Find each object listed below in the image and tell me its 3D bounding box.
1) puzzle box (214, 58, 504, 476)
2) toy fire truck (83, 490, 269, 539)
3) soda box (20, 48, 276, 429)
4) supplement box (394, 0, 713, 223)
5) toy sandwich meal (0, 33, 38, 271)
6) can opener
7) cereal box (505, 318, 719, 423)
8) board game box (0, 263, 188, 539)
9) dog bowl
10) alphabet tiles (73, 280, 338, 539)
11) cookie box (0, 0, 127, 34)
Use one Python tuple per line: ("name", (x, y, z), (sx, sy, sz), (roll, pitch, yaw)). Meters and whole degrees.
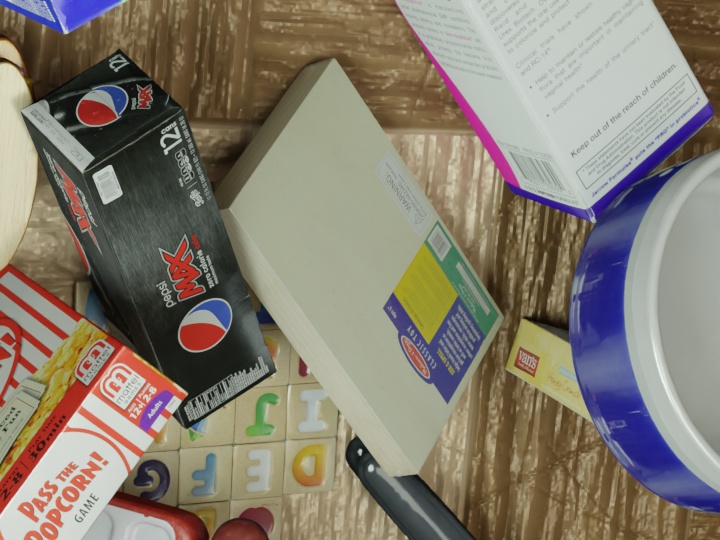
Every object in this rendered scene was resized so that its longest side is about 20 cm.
("puzzle box", (0.000, 0.000, 1.331), (0.201, 0.025, 0.133), (56, 45, -25))
("toy fire truck", (-0.115, 0.207, 1.272), (0.112, 0.199, 0.169), (3, 98, -69))
("soda box", (-0.108, -0.013, 1.238), (0.063, 0.071, 0.201), (-33, 137, -17))
("supplement box", (0.095, -0.142, 1.336), (0.103, 0.101, 0.200), (-41, 117, -12))
("toy sandwich meal", (-0.258, -0.052, 1.199), (0.204, 0.070, 0.207), (-6, 105, -25))
("can opener", (0.058, 0.174, 1.415), (0.079, 0.063, 0.200), (-42, 117, -11))
("cereal box", (0.203, 0.083, 1.420), (0.199, 0.144, 0.040), (15, 97, -27))
("board game box", (-0.181, 0.087, 1.198), (0.046, 0.200, 0.152), (39, 83, -28))
("dog bowl", (0.215, 0.033, 1.305), (0.199, 0.079, 0.202), (6, 79, -30))
("alphabet tiles", (-0.087, 0.068, 1.350), (0.165, 0.006, 0.202), (-2, 103, -26))
("cookie box", (-0.119, -0.197, 1.160), (0.170, 0.200, 0.076), (-30, 115, -16))
